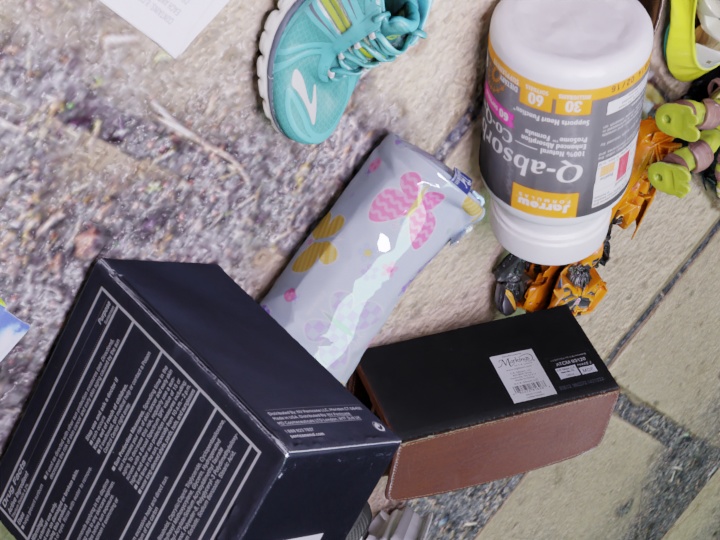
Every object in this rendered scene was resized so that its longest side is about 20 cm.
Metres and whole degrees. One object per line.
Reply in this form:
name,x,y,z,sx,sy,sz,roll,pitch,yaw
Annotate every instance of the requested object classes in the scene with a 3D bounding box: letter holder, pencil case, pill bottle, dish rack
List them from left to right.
dish rack,-0.014,0.296,1.363,0.201,0.043,0.172,-54,177,7
pencil case,0.000,0.000,1.078,0.091,0.083,0.200,35,97,-35
letter holder,0.094,0.130,1.263,0.198,0.101,0.143,-11,137,-20
pill bottle,0.147,-0.106,1.113,0.116,0.116,0.201,-31,143,-25

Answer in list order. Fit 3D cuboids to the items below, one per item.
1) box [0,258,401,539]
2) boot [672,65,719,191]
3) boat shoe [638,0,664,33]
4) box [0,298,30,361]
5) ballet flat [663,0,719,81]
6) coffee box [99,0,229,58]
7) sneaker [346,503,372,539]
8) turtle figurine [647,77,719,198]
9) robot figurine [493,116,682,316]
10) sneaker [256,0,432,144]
box,-0.112,0.128,0.972,0.123,0.198,0.201,2,123,-53
boot,0.363,-0.152,1.371,0.199,0.073,0.162,-54,142,5
boat shoe,0.210,-0.251,1.073,0.074,0.075,0.203,-24,140,-32
box,-0.280,0.026,0.806,0.122,0.048,0.200,-47,148,-1
ballet flat,0.280,-0.208,1.211,0.067,0.067,0.201,-41,147,-14
coffee box,-0.110,-0.245,0.584,0.200,0.198,0.200,-48,149,4
sneaker,-0.062,0.214,1.244,0.199,0.066,0.091,-16,138,-37
turtle figurine,0.304,-0.132,1.239,0.161,0.064,0.201,-24,145,-35
robot figurine,0.190,-0.035,1.291,0.144,0.058,0.201,-8,129,-44
sneaker,-0.002,-0.153,0.915,0.077,0.080,0.201,-11,140,-42
